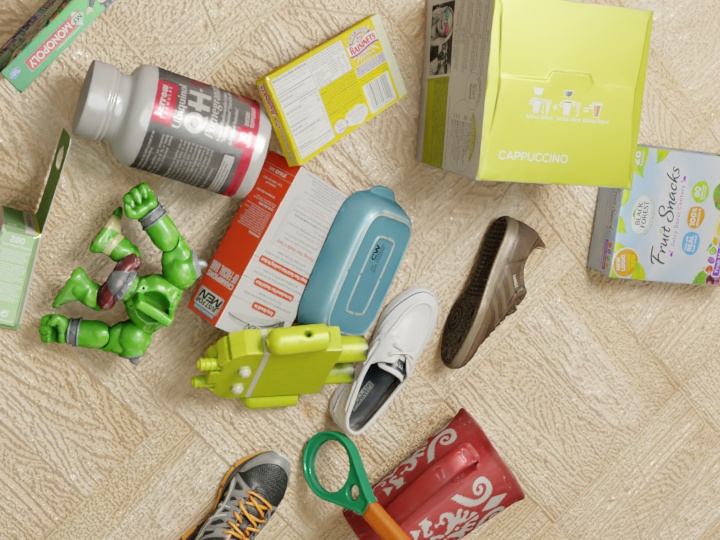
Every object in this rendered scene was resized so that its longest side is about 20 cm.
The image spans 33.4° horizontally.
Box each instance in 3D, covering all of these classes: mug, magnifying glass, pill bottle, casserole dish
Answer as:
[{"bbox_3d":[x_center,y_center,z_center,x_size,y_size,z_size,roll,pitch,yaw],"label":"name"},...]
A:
[{"bbox_3d":[0.078,0.269,1.466,0.199,0.134,0.178,-35,133,-4],"label":"mug"},{"bbox_3d":[-0.001,0.268,1.418,0.022,0.200,0.080,11,117,-49],"label":"magnifying glass"},{"bbox_3d":[-0.204,-0.156,1.294,0.197,0.111,0.112,16,96,-21],"label":"pill bottle"},{"bbox_3d":[0.000,0.000,1.405,0.120,0.039,0.202,16,99,-52],"label":"casserole dish"}]

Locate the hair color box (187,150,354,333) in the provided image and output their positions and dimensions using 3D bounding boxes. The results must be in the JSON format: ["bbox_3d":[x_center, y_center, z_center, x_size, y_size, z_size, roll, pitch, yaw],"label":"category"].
[{"bbox_3d":[-0.099,-0.020,1.365,0.110,0.064,0.202,28,89,-49],"label":"hair color box"}]

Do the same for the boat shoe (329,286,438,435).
[{"bbox_3d":[0.038,0.114,1.458,0.073,0.065,0.202,30,91,-22],"label":"boat shoe"}]

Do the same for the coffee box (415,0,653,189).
[{"bbox_3d":[0.193,-0.207,1.374,0.197,0.198,0.203,2,101,-19],"label":"coffee box"}]

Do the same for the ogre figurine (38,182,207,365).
[{"bbox_3d":[-0.257,0.019,1.321,0.119,0.098,0.201,35,77,-10],"label":"ogre figurine"}]

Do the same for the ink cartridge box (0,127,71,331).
[{"bbox_3d":[-0.351,-0.051,1.246,0.047,0.145,0.203,13,97,-19],"label":"ink cartridge box"}]

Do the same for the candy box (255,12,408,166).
[{"bbox_3d":[-0.028,-0.205,1.343,0.199,0.026,0.103,-37,112,-39],"label":"candy box"}]

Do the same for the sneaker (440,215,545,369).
[{"bbox_3d":[0.169,0.037,1.485,0.075,0.070,0.202,22,94,-23],"label":"sneaker"}]

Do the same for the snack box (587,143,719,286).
[{"bbox_3d":[0.404,-0.071,1.546,0.197,0.068,0.171,4,100,-18],"label":"snack box"}]

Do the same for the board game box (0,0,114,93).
[{"bbox_3d":[-0.308,-0.241,1.192,0.135,0.200,0.029,-46,113,-4],"label":"board game box"}]

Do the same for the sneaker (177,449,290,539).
[{"bbox_3d":[-0.148,0.304,1.428,0.078,0.077,0.201,38,86,-20],"label":"sneaker"}]

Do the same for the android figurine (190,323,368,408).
[{"bbox_3d":[-0.095,0.109,1.370,0.197,0.182,0.042,-2,62,-21],"label":"android figurine"}]
